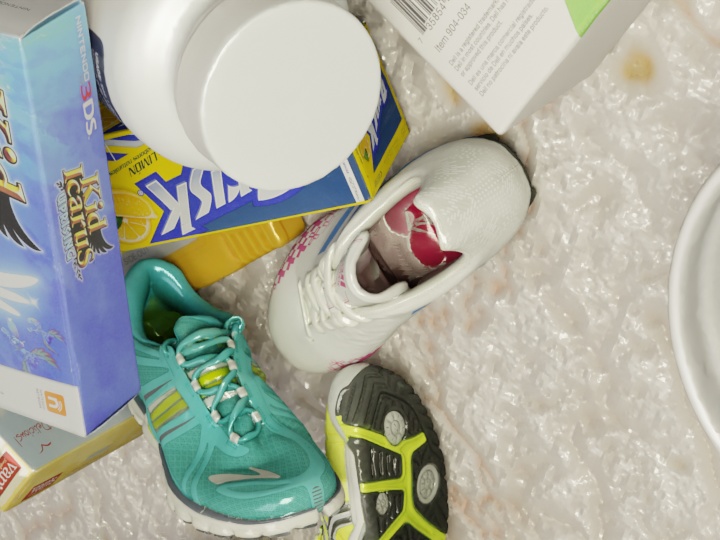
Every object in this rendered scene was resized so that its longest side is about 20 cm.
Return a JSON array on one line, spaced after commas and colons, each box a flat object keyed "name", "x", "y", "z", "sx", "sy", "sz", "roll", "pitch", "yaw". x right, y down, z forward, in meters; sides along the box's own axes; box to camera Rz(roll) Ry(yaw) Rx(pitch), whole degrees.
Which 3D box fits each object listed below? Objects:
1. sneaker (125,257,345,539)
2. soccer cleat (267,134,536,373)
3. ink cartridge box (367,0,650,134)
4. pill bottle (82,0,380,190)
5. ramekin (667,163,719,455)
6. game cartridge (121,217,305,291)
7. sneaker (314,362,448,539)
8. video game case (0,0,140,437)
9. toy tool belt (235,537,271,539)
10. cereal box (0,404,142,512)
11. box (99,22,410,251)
[{"name": "sneaker", "x": -0.075, "y": 0.064, "z": 1.071, "sx": 0.200, "sy": 0.077, "sz": 0.080, "roll": 44, "pitch": 146, "yaw": 47}, {"name": "soccer cleat", "x": 0.000, "y": 0.000, "z": 1.034, "sx": 0.070, "sy": 0.086, "sz": 0.200, "roll": 52, "pitch": 135, "yaw": 3}, {"name": "ink cartridge box", "x": 0.044, "y": -0.182, "z": 0.899, "sx": 0.200, "sy": 0.084, "sz": 0.146, "roll": 47, "pitch": 133, "yaw": 9}, {"name": "pill bottle", "x": -0.072, "y": -0.111, "z": 0.936, "sx": 0.200, "sy": 0.111, "sz": 0.111, "roll": 42, "pitch": 140, "yaw": 51}, {"name": "ramekin", "x": 0.231, "y": 0.012, "z": 0.842, "sx": 0.199, "sy": 0.105, "sz": 0.201, "roll": 18, "pitch": 123, "yaw": 30}, {"name": "game cartridge", "x": -0.135, "y": -0.063, "z": 1.147, "sx": 0.200, "sy": 0.032, "sz": 0.177, "roll": -26, "pitch": 96, "yaw": 45}, {"name": "sneaker", "x": 0.002, "y": 0.139, "z": 1.113, "sx": 0.076, "sy": 0.075, "sz": 0.201, "roll": 10, "pitch": 122, "yaw": 35}, {"name": "video game case", "x": -0.192, "y": -0.039, "z": 0.961, "sx": 0.181, "sy": 0.045, "sz": 0.201, "roll": 15, "pitch": 126, "yaw": 29}, {"name": "toy tool belt", "x": -0.078, "y": 0.254, "z": 1.204, "sx": 0.125, "sy": 0.122, "sz": 0.201, "roll": -144, "pitch": 40, "yaw": -63}, {"name": "cereal box", "x": -0.207, "y": 0.025, "z": 1.133, "sx": 0.200, "sy": 0.144, "sz": 0.040, "roll": 46, "pitch": 117, "yaw": 9}, {"name": "box", "x": -0.082, "y": -0.058, "z": 1.040, "sx": 0.199, "sy": 0.070, "sz": 0.064, "roll": -11, "pitch": 118, "yaw": 26}]
